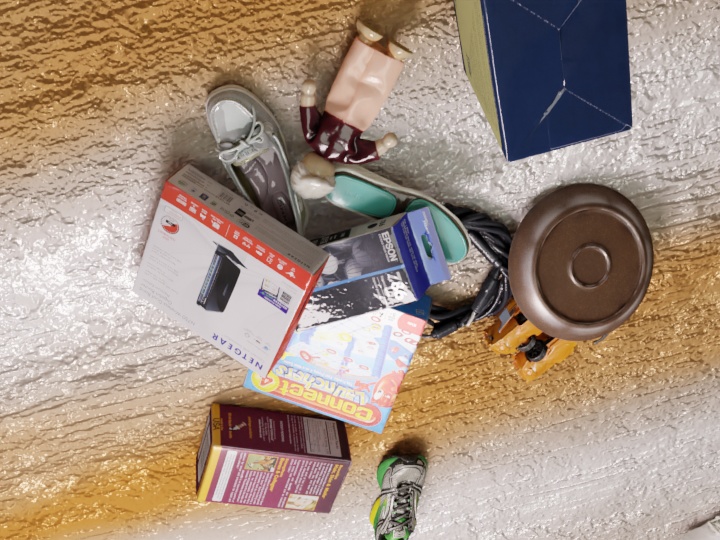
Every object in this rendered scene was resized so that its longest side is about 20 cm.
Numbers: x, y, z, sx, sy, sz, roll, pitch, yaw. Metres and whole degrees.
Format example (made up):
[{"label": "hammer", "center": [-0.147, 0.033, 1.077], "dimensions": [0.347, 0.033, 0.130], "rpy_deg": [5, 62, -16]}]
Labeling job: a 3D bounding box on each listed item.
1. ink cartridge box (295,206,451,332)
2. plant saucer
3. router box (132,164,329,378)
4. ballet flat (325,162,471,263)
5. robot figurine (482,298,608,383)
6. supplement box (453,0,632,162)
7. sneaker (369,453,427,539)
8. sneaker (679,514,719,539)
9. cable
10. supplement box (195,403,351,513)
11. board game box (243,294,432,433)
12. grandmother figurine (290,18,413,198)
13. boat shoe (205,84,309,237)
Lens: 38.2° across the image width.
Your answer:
[{"label": "ink cartridge box", "center": [0.000, 0.000, 1.222], "dimensions": [0.198, 0.039, 0.100], "rpy_deg": [-17, 110, 13]}, {"label": "plant saucer", "center": [0.284, -0.007, 1.311], "dimensions": [0.197, 0.032, 0.203], "rpy_deg": [-2, 99, -10]}, {"label": "router box", "center": [-0.154, 0.004, 1.212], "dimensions": [0.199, 0.049, 0.180], "rpy_deg": [32, 129, 6]}, {"label": "ballet flat", "center": [0.046, -0.078, 1.240], "dimensions": [0.198, 0.070, 0.070], "rpy_deg": [26, 119, -14]}, {"label": "robot figurine", "center": [0.266, 0.054, 1.388], "dimensions": [0.200, 0.058, 0.145], "rpy_deg": [-41, 124, 12]}, {"label": "supplement box", "center": [0.174, -0.258, 1.050], "dimensions": [0.133, 0.201, 0.202], "rpy_deg": [-14, 128, 1]}, {"label": "sneaker", "center": [0.063, 0.354, 1.568], "dimensions": [0.077, 0.086, 0.202], "rpy_deg": [0, 126, -10]}, {"label": "sneaker", "center": [0.622, 0.424, 1.743], "dimensions": [0.198, 0.071, 0.081], "rpy_deg": [-17, 119, -5]}, {"label": "cable", "center": [0.126, 0.001, 1.333], "dimensions": [0.161, 0.051, 0.202], "rpy_deg": [-12, 127, -1]}, {"label": "supplement box", "center": [-0.124, 0.266, 1.466], "dimensions": [0.198, 0.086, 0.111], "rpy_deg": [10, 124, -17]}, {"label": "board game box", "center": [-0.032, 0.092, 1.334], "dimensions": [0.198, 0.056, 0.197], "rpy_deg": [18, 123, -1]}, {"label": "grandmother figurine", "center": [-0.015, -0.165, 1.150], "dimensions": [0.121, 0.061, 0.201], "rpy_deg": [33, 107, 4]}, {"label": "boat shoe", "center": [-0.114, -0.116, 1.185], "dimensions": [0.074, 0.065, 0.204], "rpy_deg": [-20, 119, 6]}]
